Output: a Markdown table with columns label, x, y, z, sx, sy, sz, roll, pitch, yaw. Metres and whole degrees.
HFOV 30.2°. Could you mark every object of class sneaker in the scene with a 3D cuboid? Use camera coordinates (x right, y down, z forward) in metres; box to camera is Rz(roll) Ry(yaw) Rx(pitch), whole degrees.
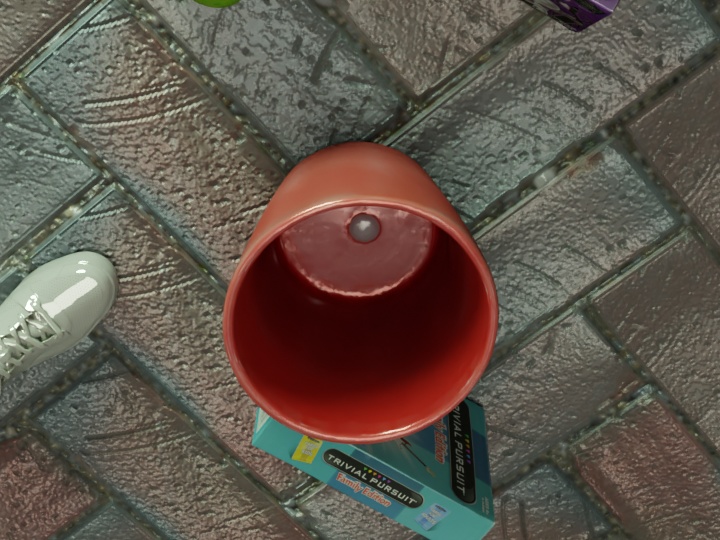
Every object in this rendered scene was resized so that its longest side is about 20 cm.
| label | x | y | z | sx | sy | sz | roll | pitch | yaw |
| --- | --- | --- | --- | --- | --- | --- | --- | --- | --- |
| sneaker | -0.282 | 0.070 | 1.076 | 0.200 | 0.116 | 0.074 | -34 | 111 | 14 |

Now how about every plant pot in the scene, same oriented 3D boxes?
| label | x | y | z | sx | sy | sz | roll | pitch | yaw |
| --- | --- | --- | --- | --- | --- | --- | --- | --- | --- |
| plant pot | 0.000 | 0.000 | 1.008 | 0.200 | 0.177 | 0.201 | 0 | 117 | 0 |

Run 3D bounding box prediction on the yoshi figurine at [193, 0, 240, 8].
| label | x | y | z | sx | sy | sz | roll | pitch | yaw |
| --- | --- | --- | --- | --- | --- | --- | --- | --- | --- |
| yoshi figurine | -0.088 | -0.265 | 0.911 | 0.112 | 0.112 | 0.200 | 16 | 119 | -16 |

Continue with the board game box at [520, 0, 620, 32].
| label | x | y | z | sx | sy | sz | roll | pitch | yaw |
| --- | --- | --- | --- | --- | --- | --- | --- | --- | --- |
| board game box | 0.079 | -0.226 | 0.904 | 0.200 | 0.120 | 0.032 | 29 | 89 | -3 |

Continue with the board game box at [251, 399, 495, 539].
| label | x | y | z | sx | sy | sz | roll | pitch | yaw |
| --- | --- | --- | --- | --- | --- | --- | --- | --- | --- |
| board game box | 0.014 | 0.126 | 1.087 | 0.200 | 0.151 | 0.047 | 30 | 117 | -16 |
